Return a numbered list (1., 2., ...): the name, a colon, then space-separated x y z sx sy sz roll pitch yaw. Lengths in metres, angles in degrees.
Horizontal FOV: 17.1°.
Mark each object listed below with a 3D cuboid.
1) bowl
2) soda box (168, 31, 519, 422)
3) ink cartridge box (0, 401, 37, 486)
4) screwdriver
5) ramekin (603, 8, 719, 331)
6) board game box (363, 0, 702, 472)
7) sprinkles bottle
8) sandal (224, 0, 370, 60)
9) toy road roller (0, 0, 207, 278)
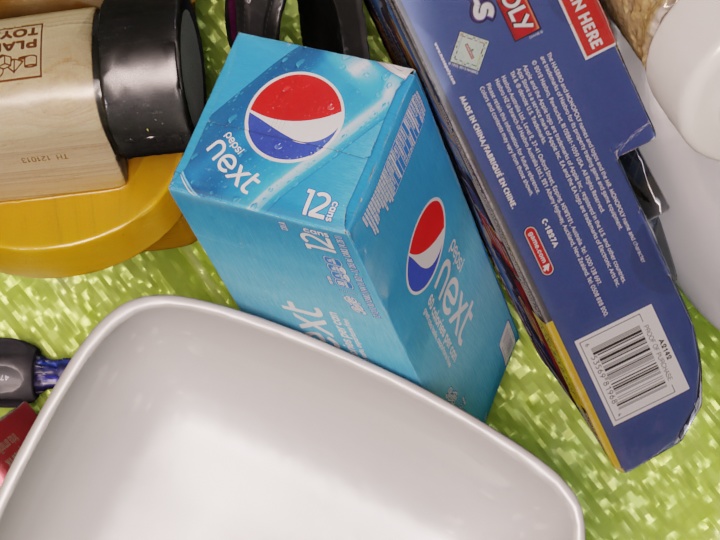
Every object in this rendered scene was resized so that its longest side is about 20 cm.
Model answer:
1. bowl: -0.040 0.126 0.842 0.199 0.075 0.201 26 83 -6
2. soda box: 0.000 0.000 0.847 0.067 0.200 0.065 14 66 21
3. ink cartridge box: -0.124 0.177 0.921 0.145 0.083 0.200 -41 92 7
4. screwdriver: -0.089 0.039 0.953 0.198 0.028 0.029 -2 68 3
5. ramekin: 0.176 -0.076 0.832 0.097 0.200 0.202 -8 98 -25
6. board game box: 0.058 -0.053 0.849 0.061 0.200 0.201 -26 104 1
7. sprinkles bottle: 0.093 -0.126 0.799 0.068 0.068 0.201 -34 52 8
8. sandal: -0.032 -0.123 0.904 0.048 0.075 0.202 -10 88 -9
9. toy road roller: -0.114 -0.089 0.906 0.122 0.146 0.201 -6 60 5
